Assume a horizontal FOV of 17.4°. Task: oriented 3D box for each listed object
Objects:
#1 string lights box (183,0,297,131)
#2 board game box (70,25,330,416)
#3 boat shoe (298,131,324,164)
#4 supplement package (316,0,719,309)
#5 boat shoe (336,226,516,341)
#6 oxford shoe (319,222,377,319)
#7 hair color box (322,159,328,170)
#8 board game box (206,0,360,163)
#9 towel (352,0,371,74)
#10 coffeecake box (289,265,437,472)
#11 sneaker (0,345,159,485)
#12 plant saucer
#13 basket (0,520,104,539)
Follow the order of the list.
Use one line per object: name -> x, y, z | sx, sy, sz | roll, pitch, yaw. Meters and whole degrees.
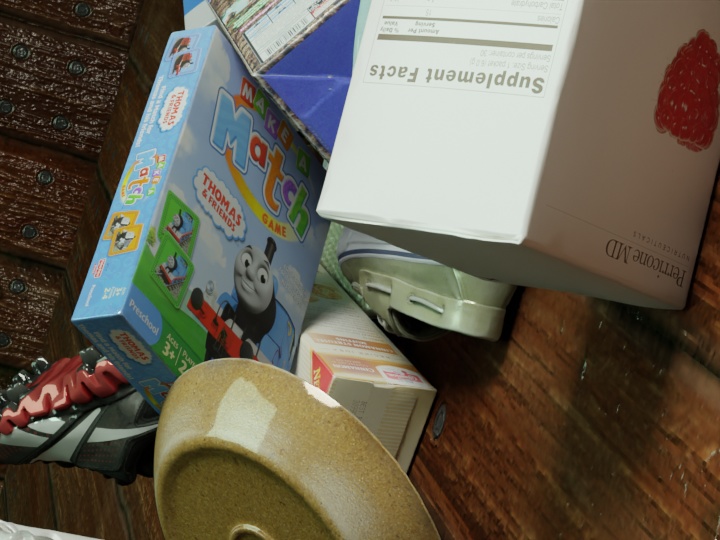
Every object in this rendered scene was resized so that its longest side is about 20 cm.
string lights box -> -0.067, -0.189, 1.531 | 0.059, 0.103, 0.200 | -32, 38, 19
board game box -> -0.080, -0.011, 1.303 | 0.037, 0.151, 0.200 | -9, 49, 29
boat shoe -> -0.041, -0.078, 1.586 | 0.068, 0.072, 0.201 | 22, -102, -64
supplement package -> 0.084, -0.098, 1.007 | 0.120, 0.121, 0.201 | 9, 83, 43
boat shoe -> 0.030, 0.007, 1.304 | 0.200, 0.072, 0.062 | 174, 111, -72
oxford shoe -> 0.000, 0.000, 1.487 | 0.200, 0.058, 0.075 | -15, 68, 61
hair color box -> 0.032, -0.159, 1.517 | 0.111, 0.064, 0.200 | 130, 151, -59
board game box -> 0.013, -0.151, 1.333 | 0.159, 0.097, 0.200 | -40, 22, 4
towel -> 0.084, -0.169, 1.153 | 0.171, 0.048, 0.201 | -6, 64, 31
coffeecake box -> -0.049, 0.089, 1.421 | 0.200, 0.073, 0.154 | 46, 121, 54
sneaker -> -0.165, 0.094, 1.445 | 0.200, 0.098, 0.071 | -25, 14, 39
plant saucer -> -0.041, 0.140, 1.209 | 0.035, 0.200, 0.200 | -37, -14, -39
basket -> -0.181, 0.265, 1.621 | 0.198, 0.199, 0.161 | 168, 115, -76
